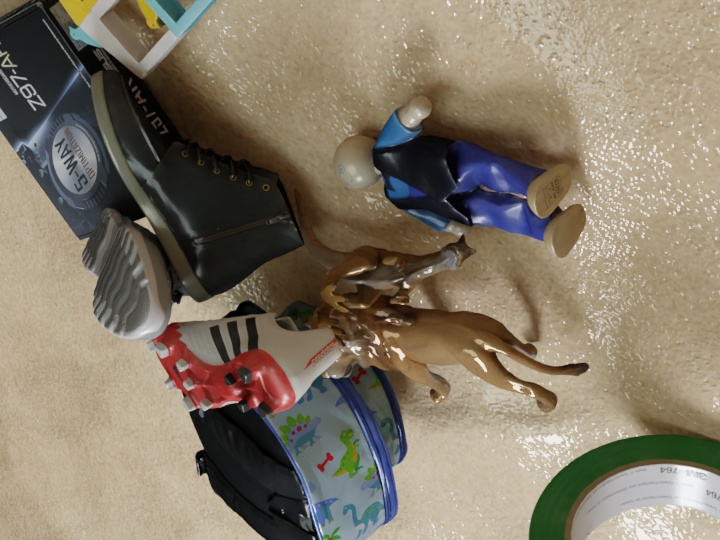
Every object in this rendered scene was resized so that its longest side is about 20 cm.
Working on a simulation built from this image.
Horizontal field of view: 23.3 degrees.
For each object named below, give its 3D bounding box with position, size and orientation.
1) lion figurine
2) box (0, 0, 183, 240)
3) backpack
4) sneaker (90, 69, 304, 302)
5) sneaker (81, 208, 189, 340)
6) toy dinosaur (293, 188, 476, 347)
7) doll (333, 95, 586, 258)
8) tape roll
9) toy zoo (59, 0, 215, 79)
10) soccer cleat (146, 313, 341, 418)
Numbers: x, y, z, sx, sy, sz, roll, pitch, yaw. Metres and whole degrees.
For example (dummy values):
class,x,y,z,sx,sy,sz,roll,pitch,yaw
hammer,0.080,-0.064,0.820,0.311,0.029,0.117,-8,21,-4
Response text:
class,x,y,z,sx,sy,sz,roll,pitch,yaw
lion figurine,0.062,0.055,1.319,0.199,0.073,0.122,-8,146,40
box,-0.239,-0.131,1.467,0.160,0.044,0.200,-14,115,48
backpack,-0.047,0.131,1.436,0.200,0.147,0.184,38,150,47
sneaker,-0.128,-0.084,1.376,0.106,0.075,0.201,-27,106,5
sneaker,-0.168,0.003,1.401,0.082,0.200,0.075,21,105,-21
toy dinosaur,0.000,0.000,1.314,0.199,0.106,0.061,9,133,40
doll,0.061,-0.068,1.247,0.199,0.049,0.137,16,145,39
tape roll,0.219,0.204,1.238,0.200,0.200,0.048,20,138,27
toy zoo,-0.172,-0.230,1.310,0.131,0.020,0.200,48,136,-5
soccer cleat,-0.091,0.065,1.332,0.200,0.085,0.069,4,123,57
